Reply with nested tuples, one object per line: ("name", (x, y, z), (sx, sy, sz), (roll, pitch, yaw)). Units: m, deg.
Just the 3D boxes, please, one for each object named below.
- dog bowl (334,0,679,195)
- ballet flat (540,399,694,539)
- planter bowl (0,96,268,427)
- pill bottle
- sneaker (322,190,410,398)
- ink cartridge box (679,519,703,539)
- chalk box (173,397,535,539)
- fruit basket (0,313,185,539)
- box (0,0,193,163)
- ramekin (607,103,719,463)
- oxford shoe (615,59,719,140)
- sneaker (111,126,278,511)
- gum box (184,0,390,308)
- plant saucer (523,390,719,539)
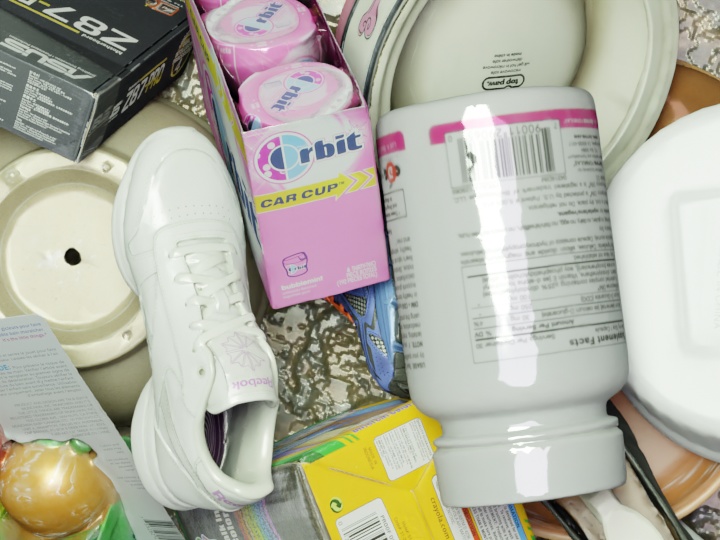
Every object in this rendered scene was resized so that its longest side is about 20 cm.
("dog bowl", (0.073, -0.118, 1.190), (0.200, 0.074, 0.200), (-16, 124, -25))
("ballet flat", (0.126, 0.110, 1.166), (0.068, 0.068, 0.200), (-40, 73, -1))
("planter bowl", (-0.152, -0.006, 1.213), (0.200, 0.135, 0.201), (0, 91, 2))
("pill bottle", (0.074, 0.014, 1.092), (0.113, 0.113, 0.200), (-7, 88, 2))
("sneaker", (0.000, 0.000, 1.208), (0.078, 0.200, 0.075), (-37, 131, 18))
("ink cartridge box", (0.144, 0.214, 1.210), (0.163, 0.200, 0.057), (-44, 131, -4))
("chalk box", (-0.013, 0.149, 1.199), (0.124, 0.200, 0.125), (-22, 92, -32))
("fruit basket", (-0.203, 0.098, 1.188), (0.185, 0.094, 0.200), (-8, 125, 26))
("box", (-0.207, -0.142, 1.193), (0.200, 0.161, 0.049), (25, 119, 7))
("ramekin", (0.214, 0.004, 1.148), (0.200, 0.098, 0.201), (-2, 81, 16))
("oxford shoe", (0.227, -0.051, 1.234), (0.200, 0.071, 0.071), (42, 93, 3))
("sneaker", (-0.073, 0.025, 1.105), (0.075, 0.100, 0.200), (-9, 96, -33))
("gum box", (-0.044, -0.089, 1.155), (0.066, 0.200, 0.114), (-14, 130, -7))
("plant saucer", (0.131, 0.056, 1.233), (0.200, 0.037, 0.201), (-2, 76, 10))
